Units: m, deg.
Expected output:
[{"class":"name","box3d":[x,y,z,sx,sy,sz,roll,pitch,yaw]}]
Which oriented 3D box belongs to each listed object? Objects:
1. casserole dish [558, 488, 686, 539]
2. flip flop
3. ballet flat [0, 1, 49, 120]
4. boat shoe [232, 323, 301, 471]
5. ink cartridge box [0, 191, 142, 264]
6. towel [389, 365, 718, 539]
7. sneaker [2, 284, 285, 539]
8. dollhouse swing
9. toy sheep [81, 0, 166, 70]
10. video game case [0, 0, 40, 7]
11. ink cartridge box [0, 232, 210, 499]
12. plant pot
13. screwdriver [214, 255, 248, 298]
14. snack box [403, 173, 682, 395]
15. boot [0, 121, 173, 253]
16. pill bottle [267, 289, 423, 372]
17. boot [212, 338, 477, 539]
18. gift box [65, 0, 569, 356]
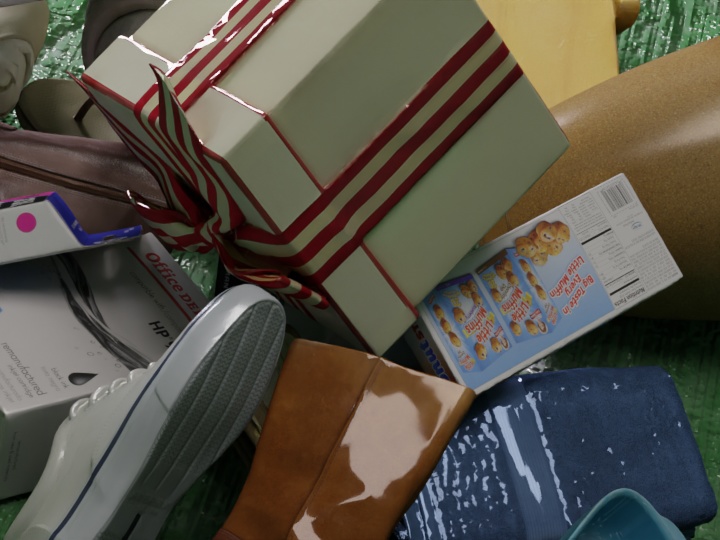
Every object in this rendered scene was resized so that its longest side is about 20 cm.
[{"class":"casserole dish","box3d":[0.123,0.196,1.434,0.122,0.039,0.200,58,35,-8]},{"class":"flip flop","box3d":[-0.117,-0.092,1.742,0.199,0.058,0.081,15,35,10]},{"class":"ballet flat","box3d":[-0.251,-0.106,1.706,0.069,0.070,0.200,37,52,26]},{"class":"boat shoe","box3d":[-0.032,0.126,1.475,0.066,0.074,0.201,-18,61,-10]},{"class":"ink cartridge box","box3d":[-0.221,-0.016,1.541,0.199,0.037,0.095,-9,5,-3]},{"class":"towel","box3d":[0.092,0.111,1.547,0.199,0.049,0.112,-4,65,-21]},{"class":"sneaker","box3d":[-0.118,0.083,1.422,0.071,0.200,0.073,35,-2,33]},{"class":"dollhouse swing","box3d":[0.074,-0.145,1.902,0.199,0.182,0.177,4,80,-15]},{"class":"toy sheep","box3d":[-0.102,-0.143,1.670,0.137,0.139,0.200,21,29,7]},{"class":"video game case","box3d":[-0.221,-0.199,1.629,0.199,0.023,0.182,-12,32,-19]},{"class":"ink cartridge box","box3d":[-0.142,0.047,1.546,0.199,0.068,0.116,-14,46,-35]},{"class":"plant pot","box3d":[0.175,-0.045,1.722,0.199,0.187,0.187,-11,42,-9]},{"class":"screwdriver","box3d":[-0.059,-0.067,1.602,0.028,0.201,0.029,5,10,-32]},{"class":"snack box","box3d":[0.101,0.010,1.571,0.200,0.024,0.072,-26,86,-42]},{"class":"boot","box3d":[-0.194,-0.086,1.646,0.199,0.064,0.188,11,73,-13]},{"class":"pill bottle","box3d":[0.000,0.000,1.625,0.112,0.113,0.201,2,39,-19]},{"class":"boot","box3d":[0.011,0.149,1.401,0.187,0.069,0.201,19,68,22]},{"class":"gift box","box3d":[-0.037,-0.087,1.494,0.187,0.200,0.184,-47,32,-10]}]
